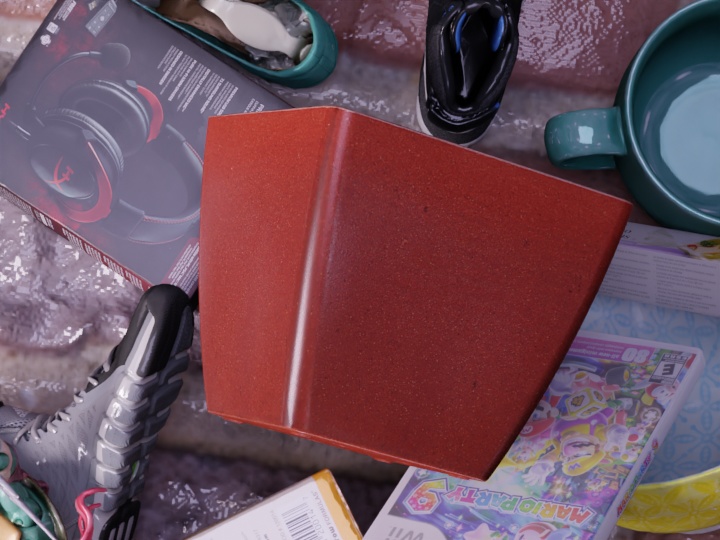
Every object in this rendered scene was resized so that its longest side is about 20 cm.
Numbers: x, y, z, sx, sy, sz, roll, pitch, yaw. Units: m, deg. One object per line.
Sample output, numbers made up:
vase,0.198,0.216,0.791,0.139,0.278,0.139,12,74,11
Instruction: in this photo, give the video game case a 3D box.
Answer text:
video game case,0.105,0.111,1.461,0.142,0.018,0.200,8,47,33

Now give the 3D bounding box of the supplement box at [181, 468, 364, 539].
supplement box,-0.094,0.200,1.505,0.199,0.126,0.074,-26,86,-5

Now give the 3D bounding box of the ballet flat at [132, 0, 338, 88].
ballet flat,-0.103,-0.183,1.581,0.199,0.070,0.068,28,88,2

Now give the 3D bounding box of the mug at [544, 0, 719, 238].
mug,0.223,-0.099,1.563,0.184,0.114,0.153,26,83,2

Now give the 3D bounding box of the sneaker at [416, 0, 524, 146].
sneaker,0.081,-0.185,1.568,0.072,0.112,0.202,7,83,-4

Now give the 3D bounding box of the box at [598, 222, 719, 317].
box,0.200,-0.001,1.527,0.199,0.039,0.042,10,117,36

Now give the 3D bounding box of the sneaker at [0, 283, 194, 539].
sneaker,-0.183,0.088,1.522,0.115,0.075,0.201,23,104,16

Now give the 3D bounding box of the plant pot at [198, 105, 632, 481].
plant pot,0.010,0.019,1.417,0.198,0.200,0.178,17,85,-24

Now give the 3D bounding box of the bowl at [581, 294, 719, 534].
bowl,0.203,0.101,1.528,0.199,0.200,0.108,-25,127,-5

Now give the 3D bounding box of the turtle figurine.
turtle figurine,-0.233,0.158,1.475,0.200,0.100,0.151,33,108,40

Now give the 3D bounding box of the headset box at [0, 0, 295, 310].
headset box,-0.137,-0.075,1.563,0.199,0.075,0.149,34,83,2
